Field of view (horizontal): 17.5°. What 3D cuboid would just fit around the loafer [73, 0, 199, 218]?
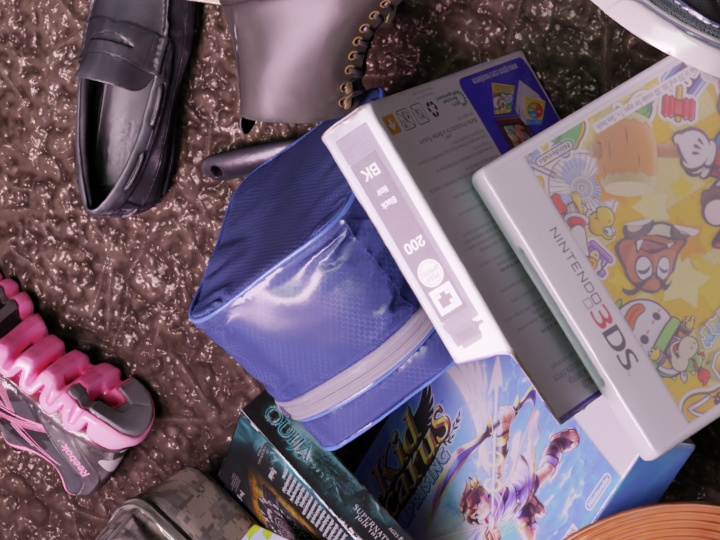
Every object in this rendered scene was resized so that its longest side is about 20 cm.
[{"bbox_3d":[-0.146,-0.131,1.479,0.068,0.070,0.202,13,106,23],"label":"loafer"}]

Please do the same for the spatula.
[{"bbox_3d":[-0.016,-0.074,1.453,0.199,0.021,0.057,-5,128,32],"label":"spatula"}]

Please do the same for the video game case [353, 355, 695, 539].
[{"bbox_3d":[0.088,0.118,1.387,0.201,0.045,0.182,-60,43,24],"label":"video game case"}]

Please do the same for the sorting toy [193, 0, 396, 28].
[{"bbox_3d":[-0.061,-0.261,1.389,0.197,0.070,0.202,9,105,8],"label":"sorting toy"}]

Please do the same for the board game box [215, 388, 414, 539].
[{"bbox_3d":[-0.029,0.151,1.434,0.028,0.200,0.135,-41,83,-17],"label":"board game box"}]

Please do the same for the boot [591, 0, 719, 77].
[{"bbox_3d":[0.156,-0.194,1.288,0.200,0.072,0.091,47,116,34],"label":"boot"}]

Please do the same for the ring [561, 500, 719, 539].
[{"bbox_3d":[0.170,0.210,1.338,0.199,0.019,0.202,-4,121,-6],"label":"ring"}]

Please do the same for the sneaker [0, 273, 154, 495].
[{"bbox_3d":[-0.234,0.077,1.577,0.200,0.079,0.096,38,127,15],"label":"sneaker"}]

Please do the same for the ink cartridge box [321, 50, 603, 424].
[{"bbox_3d":[0.087,-0.018,1.317,0.043,0.198,0.201,-34,85,31],"label":"ink cartridge box"}]

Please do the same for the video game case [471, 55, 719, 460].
[{"bbox_3d":[0.188,-0.023,1.287,0.183,0.199,0.023,58,160,3],"label":"video game case"}]

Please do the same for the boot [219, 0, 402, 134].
[{"bbox_3d":[0.013,-0.151,1.338,0.198,0.077,0.139,0,111,21],"label":"boot"}]

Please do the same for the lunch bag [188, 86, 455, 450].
[{"bbox_3d":[0.000,0.000,1.361,0.136,0.200,0.132,-34,110,27],"label":"lunch bag"}]

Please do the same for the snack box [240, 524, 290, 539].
[{"bbox_3d":[0.008,0.251,1.419,0.142,0.053,0.201,18,148,47],"label":"snack box"}]

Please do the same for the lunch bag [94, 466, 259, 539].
[{"bbox_3d":[-0.152,0.250,1.498,0.139,0.167,0.200,47,130,13],"label":"lunch bag"}]
